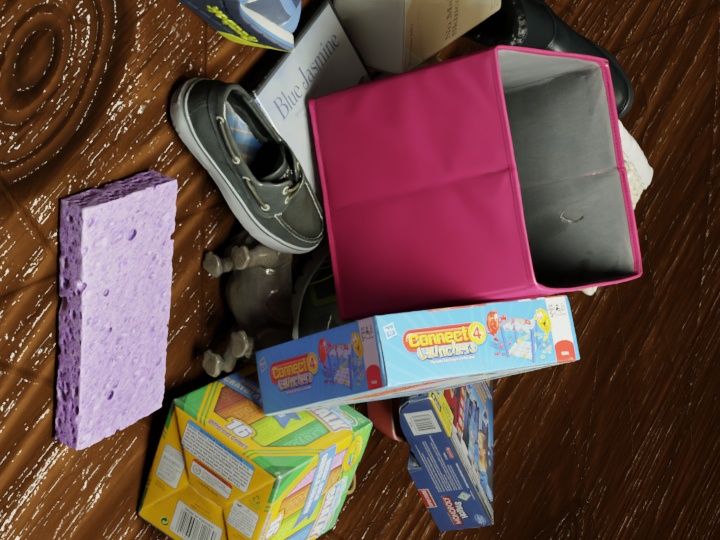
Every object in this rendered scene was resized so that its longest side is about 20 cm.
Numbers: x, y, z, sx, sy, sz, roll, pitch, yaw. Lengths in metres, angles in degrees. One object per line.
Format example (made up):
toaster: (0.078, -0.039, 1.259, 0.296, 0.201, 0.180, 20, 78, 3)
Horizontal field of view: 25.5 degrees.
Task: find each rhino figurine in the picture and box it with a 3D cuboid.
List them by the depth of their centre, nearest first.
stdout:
rhino figurine: (-0.091, -0.011, 1.380, 0.087, 0.059, 0.203, -11, 108, -55)

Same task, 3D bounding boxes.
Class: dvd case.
dvd case: (-0.019, -0.120, 1.412, 0.201, 0.017, 0.143, 58, 47, -29)

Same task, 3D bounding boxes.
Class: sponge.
sponge: (-0.191, 0.031, 1.243, 0.111, 0.030, 0.203, -27, 129, -55)

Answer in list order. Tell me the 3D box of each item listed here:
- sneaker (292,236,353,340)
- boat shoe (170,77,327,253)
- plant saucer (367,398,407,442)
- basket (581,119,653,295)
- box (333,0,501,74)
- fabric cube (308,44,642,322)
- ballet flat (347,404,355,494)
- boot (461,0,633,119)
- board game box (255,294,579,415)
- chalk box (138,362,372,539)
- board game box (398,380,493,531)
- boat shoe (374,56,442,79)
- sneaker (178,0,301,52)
sneaker: (0.000, 0.000, 1.514, 0.074, 0.084, 0.202, 23, 90, -53)
boat shoe: (-0.080, -0.081, 1.302, 0.200, 0.056, 0.069, 49, 55, -40)
plant saucer: (0.044, 0.082, 1.639, 0.199, 0.036, 0.203, 25, 59, -67)
basket: (0.179, -0.098, 1.704, 0.162, 0.198, 0.198, -64, 152, -5)
box: (0.057, -0.264, 1.495, 0.200, 0.077, 0.096, -41, 141, -47)
fabric cube: (0.100, -0.069, 1.370, 0.195, 0.198, 0.203, -5, 84, -54)
ballet flat: (-0.015, 0.132, 1.604, 0.068, 0.062, 0.203, -23, 124, -57)
boot: (0.184, -0.229, 1.646, 0.076, 0.200, 0.168, -46, 166, 21)
board game box: (0.044, 0.071, 1.325, 0.194, 0.199, 0.057, -5, 82, -34)
chalk box: (-0.079, 0.166, 1.411, 0.199, 0.124, 0.125, -25, 140, -56)
board game box: (0.084, 0.118, 1.594, 0.201, 0.061, 0.201, -81, 153, -44)
boat shoe: (0.035, -0.147, 1.527, 0.200, 0.071, 0.076, -50, 146, -38)
sneaker: (-0.099, -0.235, 1.226, 0.200, 0.073, 0.083, 35, 73, -70)
